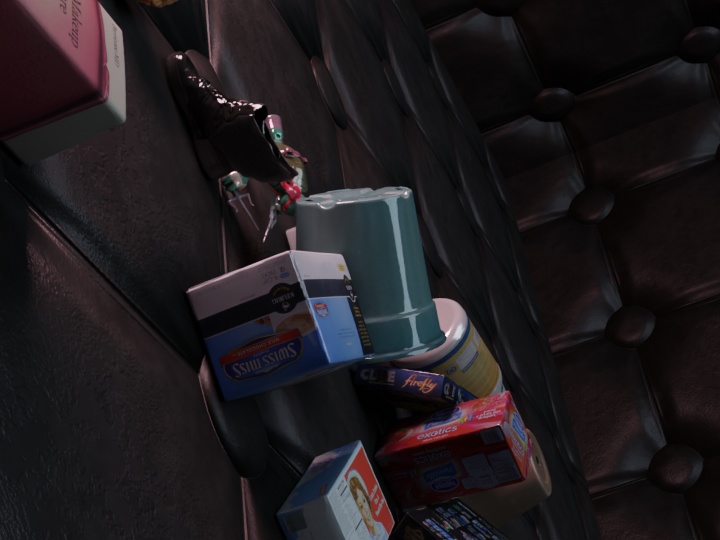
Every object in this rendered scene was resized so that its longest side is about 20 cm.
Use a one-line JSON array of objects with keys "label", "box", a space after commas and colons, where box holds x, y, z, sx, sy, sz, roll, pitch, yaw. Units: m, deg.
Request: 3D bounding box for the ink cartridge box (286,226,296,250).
[{"label": "ink cartridge box", "box": [-0.020, 0.012, 1.905, 0.200, 0.084, 0.145, 28, 43, -70]}]

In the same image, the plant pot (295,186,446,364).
[{"label": "plant pot", "box": [0.000, 0.000, 1.659, 0.200, 0.200, 0.196, -41, 126, -75]}]

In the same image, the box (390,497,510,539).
[{"label": "box", "box": [0.164, 0.405, 1.850, 0.200, 0.050, 0.198, 37, 14, 22]}]

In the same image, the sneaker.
[{"label": "sneaker", "box": [-0.159, -0.190, 1.624, 0.060, 0.104, 0.200, -6, 76, -75]}]

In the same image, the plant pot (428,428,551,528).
[{"label": "plant pot", "box": [0.206, 0.333, 2.113, 0.200, 0.174, 0.201, -21, 90, -75]}]

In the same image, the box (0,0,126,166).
[{"label": "box", "box": [-0.297, -0.208, 1.119, 0.200, 0.109, 0.128, 52, 21, -49]}]

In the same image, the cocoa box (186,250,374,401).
[{"label": "cocoa box", "box": [-0.084, 0.061, 1.487, 0.200, 0.133, 0.131, 2, 68, -75]}]

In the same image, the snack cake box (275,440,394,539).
[{"label": "snack cake box", "box": [-0.025, 0.287, 1.524, 0.115, 0.067, 0.200, 66, 14, -5]}]

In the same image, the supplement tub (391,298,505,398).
[{"label": "supplement tub", "box": [0.145, 0.161, 2.169, 0.200, 0.144, 0.145, 56, 18, -31]}]

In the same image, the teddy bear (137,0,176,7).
[{"label": "teddy bear", "box": [-0.287, -0.396, 1.557, 0.200, 0.067, 0.145, 54, 10, -28]}]

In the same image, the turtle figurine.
[{"label": "turtle figurine", "box": [-0.117, -0.125, 1.727, 0.150, 0.101, 0.200, 46, 21, -57]}]

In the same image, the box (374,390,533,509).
[{"label": "box", "box": [0.134, 0.257, 1.878, 0.100, 0.200, 0.096, 64, 24, -18]}]

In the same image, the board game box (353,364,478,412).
[{"label": "board game box", "box": [0.088, 0.181, 1.965, 0.200, 0.135, 0.035, 38, 61, -65]}]
